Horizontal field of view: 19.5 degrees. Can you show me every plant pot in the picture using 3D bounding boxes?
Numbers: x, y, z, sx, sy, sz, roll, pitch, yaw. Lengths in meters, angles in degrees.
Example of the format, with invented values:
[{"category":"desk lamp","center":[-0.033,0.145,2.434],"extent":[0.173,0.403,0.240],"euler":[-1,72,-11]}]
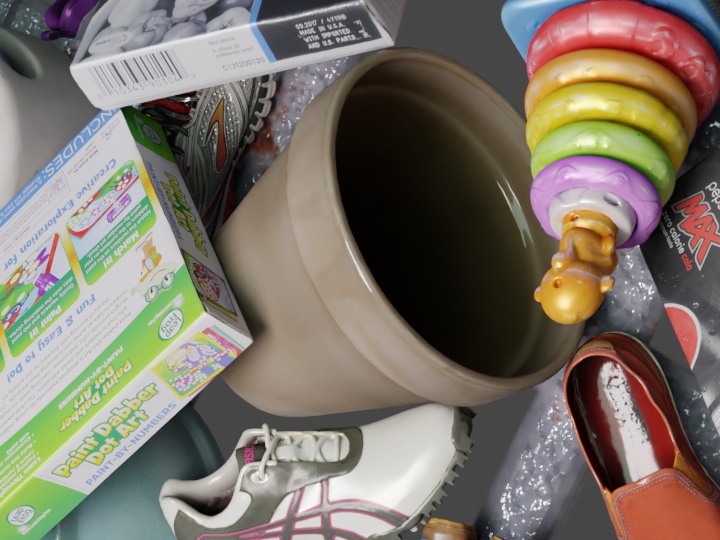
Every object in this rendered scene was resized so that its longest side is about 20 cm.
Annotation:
[{"category":"plant pot","center":[0.000,0.000,1.188],"extent":[0.173,0.199,0.201],"euler":[-28,74,40]},{"category":"plant pot","center":[-0.196,0.158,1.300],"extent":[0.199,0.134,0.201],"euler":[-1,87,27]}]

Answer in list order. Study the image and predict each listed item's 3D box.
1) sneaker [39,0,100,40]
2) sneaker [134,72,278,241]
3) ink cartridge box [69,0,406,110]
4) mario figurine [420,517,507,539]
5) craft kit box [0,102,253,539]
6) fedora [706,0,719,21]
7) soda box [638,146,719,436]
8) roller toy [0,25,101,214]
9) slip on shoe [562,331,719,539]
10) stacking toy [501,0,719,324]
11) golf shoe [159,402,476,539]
[{"category":"sneaker","center":[-0.173,-0.239,1.328],"extent":[0.074,0.087,0.201],"euler":[-18,78,48]},{"category":"sneaker","center":[-0.107,-0.087,1.296],"extent":[0.078,0.082,0.201],"euler":[9,91,28]},{"category":"ink cartridge box","center":[-0.054,-0.190,1.234],"extent":[0.197,0.043,0.201],"euler":[-10,42,27]},{"category":"mario figurine","center":[0.047,0.248,1.213],"extent":[0.123,0.106,0.201],"euler":[11,80,64]},{"category":"craft kit box","center":[-0.169,0.031,1.202],"extent":[0.200,0.048,0.198],"euler":[-42,41,16]},{"category":"fedora","center":[0.239,-0.192,1.113],"extent":[0.200,0.090,0.177],"euler":[-34,72,22]},{"category":"soda box","center":[0.206,0.031,1.081],"extent":[0.071,0.063,0.200],"euler":[-39,38,20]},{"category":"roller toy","center":[-0.269,-0.070,1.348],"extent":[0.199,0.140,0.183],"euler":[-17,79,27]},{"category":"slip on shoe","center":[0.164,0.127,1.152],"extent":[0.074,0.061,0.201],"euler":[-29,76,22]},{"category":"stacking toy","center":[0.128,-0.054,1.106],"extent":[0.116,0.110,0.201],"euler":[-9,49,31]},{"category":"golf shoe","center":[-0.025,0.125,1.226],"extent":[0.200,0.088,0.077],"euler":[-31,30,21]}]
